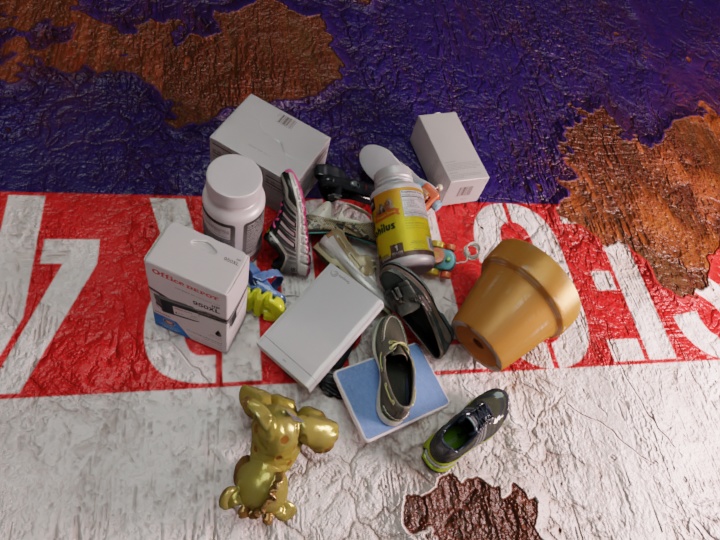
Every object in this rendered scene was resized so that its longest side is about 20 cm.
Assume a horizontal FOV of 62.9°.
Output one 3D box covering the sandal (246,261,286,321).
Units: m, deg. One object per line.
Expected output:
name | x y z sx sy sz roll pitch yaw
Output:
sandal | -0.219 0.018 1.073 0.196 0.080 0.088 25 51 -7

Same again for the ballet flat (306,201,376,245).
ballet flat | -0.042 -0.099 1.187 0.195 0.068 0.077 7 96 -11

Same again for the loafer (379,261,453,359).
loafer | 0.101 0.074 1.070 0.201 0.071 0.063 50 38 -14

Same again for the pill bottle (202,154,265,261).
pill bottle | -0.230 -0.106 1.067 0.111 0.202 0.116 6 56 -10

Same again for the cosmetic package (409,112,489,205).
cosmetic package | 0.200 -0.258 1.343 0.105 0.085 0.204 -8 59 -19

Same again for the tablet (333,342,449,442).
tablet | 0.057 0.208 1.028 0.196 0.014 0.132 -13 64 -35

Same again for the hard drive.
hard drive | -0.069 0.095 1.032 0.131 0.027 0.200 34 68 23

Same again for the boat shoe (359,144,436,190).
boat shoe | 0.084 -0.202 1.289 0.197 0.066 0.073 30 91 4

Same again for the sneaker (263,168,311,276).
sneaker | -0.143 -0.085 1.107 0.085 0.205 0.074 -5 17 -2

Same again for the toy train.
toy train | 0.148 -0.084 1.199 0.149 0.056 0.201 -39 73 3

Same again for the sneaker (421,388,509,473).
sneaker | 0.193 0.266 1.007 0.198 0.082 0.074 -34 70 -30

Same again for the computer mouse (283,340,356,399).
computer mouse | -0.042 0.119 1.061 0.136 0.053 0.203 23 55 2

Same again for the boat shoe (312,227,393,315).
boat shoe | 0.000 0.000 1.121 0.200 0.075 0.068 43 79 7

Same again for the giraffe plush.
giraffe plush | -0.132 0.284 0.885 0.169 0.200 0.166 21 84 -4

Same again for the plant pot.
plant pot | 0.272 0.078 1.095 0.183 0.201 0.200 -41 73 -16

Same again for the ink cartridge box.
ink cartridge box | -0.265 0.034 0.969 0.142 0.202 0.085 22 54 2

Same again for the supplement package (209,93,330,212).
supplement package | -0.187 -0.237 1.217 0.197 0.112 0.157 29 56 5

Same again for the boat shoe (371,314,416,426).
boat shoe | 0.062 0.160 1.016 0.070 0.061 0.206 14 51 -19

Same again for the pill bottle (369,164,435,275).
pill bottle | 0.077 -0.094 1.136 0.106 0.109 0.205 -4 73 -16

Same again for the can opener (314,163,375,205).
can opener | -0.004 -0.166 1.218 0.196 0.063 0.081 13 77 -28
